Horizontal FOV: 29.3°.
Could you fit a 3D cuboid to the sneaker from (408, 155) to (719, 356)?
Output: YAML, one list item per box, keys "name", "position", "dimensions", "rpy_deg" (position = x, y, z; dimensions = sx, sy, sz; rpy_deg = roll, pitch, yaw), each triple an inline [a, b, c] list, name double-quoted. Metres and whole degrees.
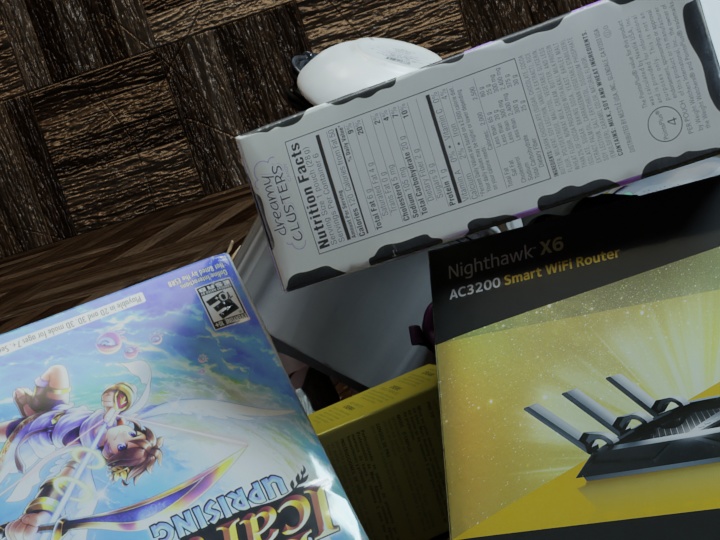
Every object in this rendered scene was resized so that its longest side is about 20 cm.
- name: "sneaker"
  position: [0.121, 0.002, 0.734]
  dimensions: [0.199, 0.075, 0.087]
  rpy_deg: [-32, -16, 12]

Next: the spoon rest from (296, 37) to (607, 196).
- name: "spoon rest"
  position: [0.059, -0.082, 0.770]
  dimensions: [0.197, 0.061, 0.099]
  rpy_deg: [15, 24, 8]

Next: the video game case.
- name: "video game case"
  position: [-0.112, 0.105, 0.602]
  dimensions: [0.198, 0.182, 0.046]
  rpy_deg: [-21, -27, -16]

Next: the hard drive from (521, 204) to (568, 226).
- name: "hard drive"
  position: [0.211, -0.037, 0.931]
  dimensions: [0.197, 0.133, 0.026]
  rpy_deg: [-18, 43, 6]

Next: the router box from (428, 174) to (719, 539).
- name: "router box"
  position: [0.129, 0.048, 0.516]
  dimensions: [0.198, 0.159, 0.052]
  rpy_deg: [-15, -29, 21]

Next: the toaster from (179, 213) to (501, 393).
- name: "toaster"
  position: [0.000, 0.000, 0.848]
  dimensions: [0.130, 0.198, 0.114]
  rpy_deg: [-62, 3, 8]

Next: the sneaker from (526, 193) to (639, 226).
- name: "sneaker"
  position: [0.123, -0.001, 0.618]
  dimensions: [0.199, 0.080, 0.078]
  rpy_deg: [-28, -1, 28]

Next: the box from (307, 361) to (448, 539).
- name: "box"
  position: [-0.024, 0.113, 0.677]
  dimensions: [0.198, 0.076, 0.050]
  rpy_deg: [-23, 8, -17]

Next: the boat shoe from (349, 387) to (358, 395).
- name: "boat shoe"
  position: [0.055, 0.032, 0.996]
  dimensions: [0.071, 0.067, 0.199]
  rpy_deg: [-8, 15, 46]

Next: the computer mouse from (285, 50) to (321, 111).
- name: "computer mouse"
  position: [0.042, -0.082, 0.856]
  dimensions: [0.198, 0.046, 0.140]
  rpy_deg: [-3, 37, -45]

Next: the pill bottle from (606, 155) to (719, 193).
- name: "pill bottle"
  position: [0.195, -0.061, 0.821]
  dimensions: [0.110, 0.202, 0.112]
  rpy_deg: [10, 29, -5]

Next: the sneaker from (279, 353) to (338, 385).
- name: "sneaker"
  position: [-0.018, 0.017, 0.940]
  dimensions: [0.200, 0.085, 0.073]
  rpy_deg: [-44, 12, 3]

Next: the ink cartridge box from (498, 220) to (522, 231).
- name: "ink cartridge box"
  position: [0.173, -0.068, 1.077]
  dimensions: [0.146, 0.146, 0.200]
  rpy_deg: [-23, 10, 4]

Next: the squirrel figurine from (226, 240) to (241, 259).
- name: "squirrel figurine"
  position: [-0.039, 0.009, 1.208]
  dimensions: [0.185, 0.143, 0.200]
  rpy_deg: [-27, -6, 9]

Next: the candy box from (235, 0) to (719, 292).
- name: "candy box"
  position: [0.071, -0.061, 0.609]
  dimensions: [0.198, 0.072, 0.167]
  rpy_deg: [-18, 1, 23]

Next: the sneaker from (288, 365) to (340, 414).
- name: "sneaker"
  position: [-0.076, 0.115, 0.803]
  dimensions: [0.113, 0.074, 0.200]
  rpy_deg: [-21, -1, 9]
